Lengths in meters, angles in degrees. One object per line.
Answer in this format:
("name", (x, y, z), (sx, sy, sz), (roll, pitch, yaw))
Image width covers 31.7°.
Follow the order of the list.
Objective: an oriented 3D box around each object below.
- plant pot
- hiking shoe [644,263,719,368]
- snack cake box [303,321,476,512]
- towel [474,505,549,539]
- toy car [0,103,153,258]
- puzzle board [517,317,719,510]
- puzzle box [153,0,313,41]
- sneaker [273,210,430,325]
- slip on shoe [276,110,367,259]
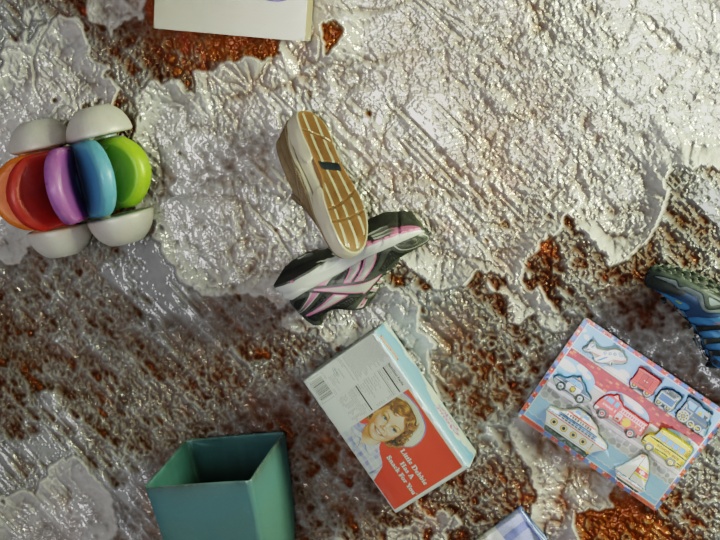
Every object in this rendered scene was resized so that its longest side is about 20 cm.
("plant pot", (-0.159, 0.328, 1.598), (0.141, 0.141, 0.201), (-7, 105, 17))
("hiking shoe", (0.399, 0.067, 1.424), (0.199, 0.074, 0.087), (32, 106, 8))
("snack cake box", (0.037, 0.178, 1.549), (0.115, 0.067, 0.200), (-35, 90, 17))
("towel", (0.171, 0.405, 1.576), (0.200, 0.024, 0.147), (-42, 85, 16))
("toy car", (-0.362, -0.106, 1.564), (0.199, 0.150, 0.176), (-10, 97, 17))
("puzzle board", (0.308, 0.171, 1.499), (0.200, 0.017, 0.151), (34, 107, 8))
("puzzle box", (-0.152, -0.350, 1.527), (0.199, 0.025, 0.134), (8, 102, 14))
("sneaker", (0.000, 0.000, 1.534), (0.199, 0.080, 0.087), (-24, 113, 19))
("slip on shoe", (-0.051, -0.094, 1.497), (0.061, 0.076, 0.201), (-38, 64, 33))
